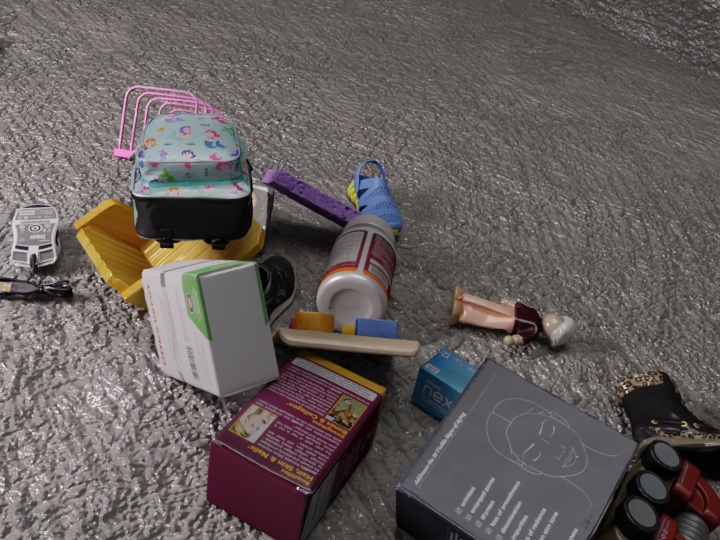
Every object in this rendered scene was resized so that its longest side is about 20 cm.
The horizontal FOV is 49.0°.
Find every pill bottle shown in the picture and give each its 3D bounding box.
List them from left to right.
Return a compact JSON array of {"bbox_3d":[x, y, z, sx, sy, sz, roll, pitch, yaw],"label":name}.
[{"bbox_3d":[0.000,0.000,1.245,0.108,0.111,0.201,13,34,2],"label":"pill bottle"}]

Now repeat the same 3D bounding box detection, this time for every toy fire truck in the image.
[{"bbox_3d":[0.393,0.315,0.922,0.199,0.129,0.176,37,39,14],"label":"toy fire truck"}]

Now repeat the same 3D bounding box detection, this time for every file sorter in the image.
[{"bbox_3d":[-0.319,-0.238,1.385,0.137,0.127,0.200,10,1,7],"label":"file sorter"}]

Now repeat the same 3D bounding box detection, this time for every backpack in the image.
[{"bbox_3d":[-0.242,-0.142,1.137,0.175,0.152,0.201,-1,33,-9],"label":"backpack"}]

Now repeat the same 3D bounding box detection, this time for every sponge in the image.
[{"bbox_3d":[-0.070,-0.117,1.357,0.199,0.030,0.111,28,-3,-17],"label":"sponge"}]

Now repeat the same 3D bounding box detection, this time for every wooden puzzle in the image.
[{"bbox_3d":[-0.025,0.087,1.079,0.183,0.047,0.200,7,-5,-9],"label":"wooden puzzle"}]

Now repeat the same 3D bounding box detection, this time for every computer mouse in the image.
[{"bbox_3d":[-0.487,-0.026,1.191,0.108,0.044,0.201,-3,42,-14],"label":"computer mouse"}]

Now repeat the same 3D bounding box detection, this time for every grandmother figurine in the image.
[{"bbox_3d":[0.244,0.079,1.257,0.197,0.061,0.122,11,43,3],"label":"grandmother figurine"}]

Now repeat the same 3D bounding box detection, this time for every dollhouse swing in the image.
[{"bbox_3d":[-0.275,-0.056,1.159,0.200,0.176,0.181,45,9,38],"label":"dollhouse swing"}]

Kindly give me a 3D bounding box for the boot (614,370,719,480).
[{"bbox_3d":[0.466,0.217,1.119,0.197,0.074,0.151,2,35,-6],"label":"boot"}]

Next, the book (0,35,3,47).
[{"bbox_3d":[-0.883,-0.485,1.727,0.132,0.048,0.201,10,32,-10],"label":"book"}]

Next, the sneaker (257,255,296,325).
[{"bbox_3d":[-0.140,0.020,1.191,0.075,0.088,0.201,14,34,4],"label":"sneaker"}]

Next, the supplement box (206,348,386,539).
[{"bbox_3d":[-0.071,0.204,0.933,0.130,0.104,0.200,24,35,17],"label":"supplement box"}]

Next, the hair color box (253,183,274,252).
[{"bbox_3d":[-0.250,-0.102,1.326,0.197,0.061,0.100,10,60,-4],"label":"hair color box"}]

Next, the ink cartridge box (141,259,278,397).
[{"bbox_3d":[-0.193,0.064,0.988,0.084,0.148,0.199,-15,10,-31],"label":"ink cartridge box"}]

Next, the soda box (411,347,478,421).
[{"bbox_3d":[0.168,0.191,1.059,0.199,0.068,0.064,32,39,26],"label":"soda box"}]

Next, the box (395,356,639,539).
[{"bbox_3d":[0.172,0.242,0.888,0.195,0.125,0.200,30,59,22],"label":"box"}]

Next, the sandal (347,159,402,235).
[{"bbox_3d":[0.028,-0.138,1.475,0.079,0.088,0.201,-2,38,-23],"label":"sandal"}]
